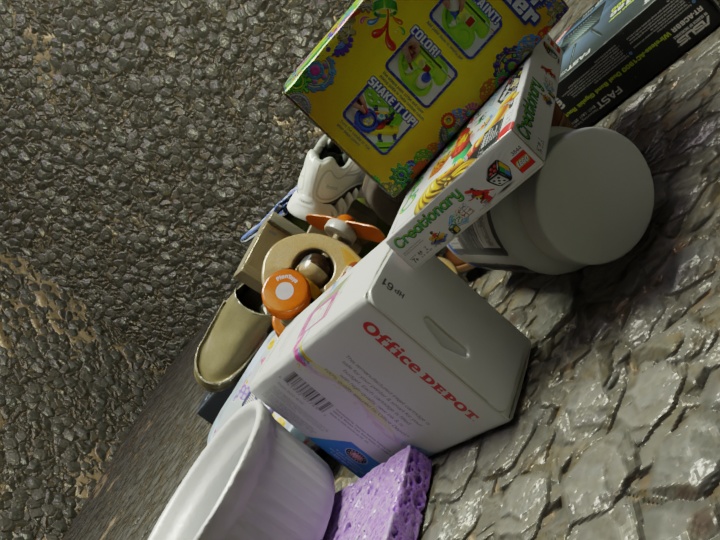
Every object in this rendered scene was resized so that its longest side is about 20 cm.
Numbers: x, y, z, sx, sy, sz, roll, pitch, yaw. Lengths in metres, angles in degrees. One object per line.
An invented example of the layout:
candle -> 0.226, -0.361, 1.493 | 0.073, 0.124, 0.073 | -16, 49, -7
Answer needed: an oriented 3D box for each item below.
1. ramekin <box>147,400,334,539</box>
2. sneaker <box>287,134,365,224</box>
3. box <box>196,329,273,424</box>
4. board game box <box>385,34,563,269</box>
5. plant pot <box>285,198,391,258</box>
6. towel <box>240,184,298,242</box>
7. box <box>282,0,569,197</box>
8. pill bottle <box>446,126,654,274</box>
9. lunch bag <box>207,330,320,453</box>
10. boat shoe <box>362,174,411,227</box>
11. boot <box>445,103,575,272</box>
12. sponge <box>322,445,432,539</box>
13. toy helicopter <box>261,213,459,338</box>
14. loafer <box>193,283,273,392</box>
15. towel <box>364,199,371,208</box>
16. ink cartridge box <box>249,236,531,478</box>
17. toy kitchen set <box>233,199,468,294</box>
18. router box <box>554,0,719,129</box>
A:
ramekin -> -0.108, 0.225, 0.644 | 0.201, 0.097, 0.201 | -51, 12, 15
sneaker -> -0.016, -0.124, 0.856 | 0.200, 0.074, 0.082 | -53, -24, -57
box -> -0.121, 0.125, 1.095 | 0.197, 0.117, 0.201 | -47, 14, 21
board game box -> 0.092, -0.100, 0.567 | 0.126, 0.034, 0.201 | -42, 14, 37
plant pot -> -0.021, -0.055, 1.006 | 0.201, 0.185, 0.188 | -55, 10, 17
towel -> -0.072, -0.121, 0.988 | 0.200, 0.024, 0.144 | -48, 11, -30
box -> 0.043, -0.192, 0.635 | 0.193, 0.122, 0.200 | -46, 14, 12
pill bottle -> 0.142, -0.055, 0.612 | 0.114, 0.113, 0.200 | -53, 12, -6
lunch bag -> -0.084, 0.152, 0.837 | 0.171, 0.126, 0.200 | -55, 11, 3
boat shoe -> 0.068, -0.088, 0.836 | 0.073, 0.198, 0.075 | 42, 115, 38
boot -> 0.116, -0.104, 0.751 | 0.200, 0.155, 0.077 | -44, 14, 33
sponge -> -0.021, 0.230, 0.606 | 0.200, 0.030, 0.112 | -44, 14, 38
toy helicopter -> 0.000, 0.000, 0.736 | 0.079, 0.196, 0.134 | 82, -169, -62
loafer -> -0.140, 0.057, 0.904 | 0.201, 0.075, 0.067 | -55, -15, -6
towel -> 0.048, -0.196, 0.857 | 0.201, 0.032, 0.194 | -53, -32, -44
ink cartridge box -> 0.020, 0.079, 0.610 | 0.200, 0.144, 0.085 | -39, 15, 48
toy kitchen set -> -0.001, -0.026, 0.820 | 0.165, 0.198, 0.180 | -64, 15, -21
router box -> 0.281, -0.251, 0.780 | 0.200, 0.062, 0.151 | -41, 18, 45
